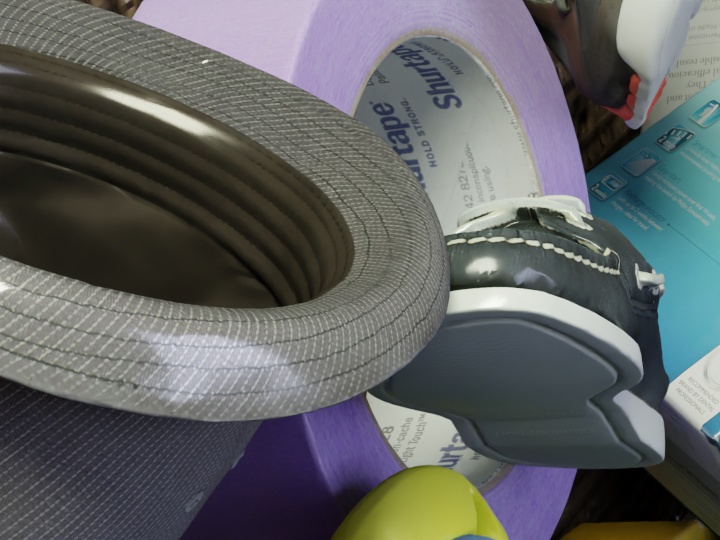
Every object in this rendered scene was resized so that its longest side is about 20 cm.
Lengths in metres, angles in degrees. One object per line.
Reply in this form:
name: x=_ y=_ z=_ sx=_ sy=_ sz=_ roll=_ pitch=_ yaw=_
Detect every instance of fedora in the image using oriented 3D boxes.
fedora: x=-0.074 y=0.010 z=0.673 sx=0.200 sy=0.176 sz=0.091 roll=-69 pitch=180 yaw=-71

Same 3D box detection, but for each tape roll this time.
tape roll: x=0.000 y=0.000 z=0.866 sx=0.200 sy=0.065 sz=0.201 roll=12 pitch=76 yaw=-59

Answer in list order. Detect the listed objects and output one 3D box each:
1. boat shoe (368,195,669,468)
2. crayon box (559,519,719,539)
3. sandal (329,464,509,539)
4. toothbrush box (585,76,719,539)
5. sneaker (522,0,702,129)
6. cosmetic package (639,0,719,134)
boat shoe: x=0.044 y=0.010 z=0.790 sx=0.200 sy=0.075 sz=0.061 roll=57 pitch=32 yaw=-75
crayon box: x=0.078 y=0.165 z=0.997 sx=0.200 sy=0.051 sz=0.128 roll=-24 pitch=107 yaw=-59
sandal: x=0.057 y=0.133 z=0.821 sx=0.080 sy=0.087 sz=0.200 roll=-51 pitch=142 yaw=-3
toothbrush box: x=0.170 y=-0.008 z=0.995 sx=0.200 sy=0.146 sz=0.085 roll=-37 pitch=128 yaw=-9
sneaker: x=0.065 y=-0.098 z=0.938 sx=0.200 sy=0.082 sz=0.077 roll=-106 pitch=-140 yaw=-83
cosmetic package: x=0.155 y=-0.014 z=1.139 sx=0.101 sy=0.071 sz=0.201 roll=38 pitch=54 yaw=-53
